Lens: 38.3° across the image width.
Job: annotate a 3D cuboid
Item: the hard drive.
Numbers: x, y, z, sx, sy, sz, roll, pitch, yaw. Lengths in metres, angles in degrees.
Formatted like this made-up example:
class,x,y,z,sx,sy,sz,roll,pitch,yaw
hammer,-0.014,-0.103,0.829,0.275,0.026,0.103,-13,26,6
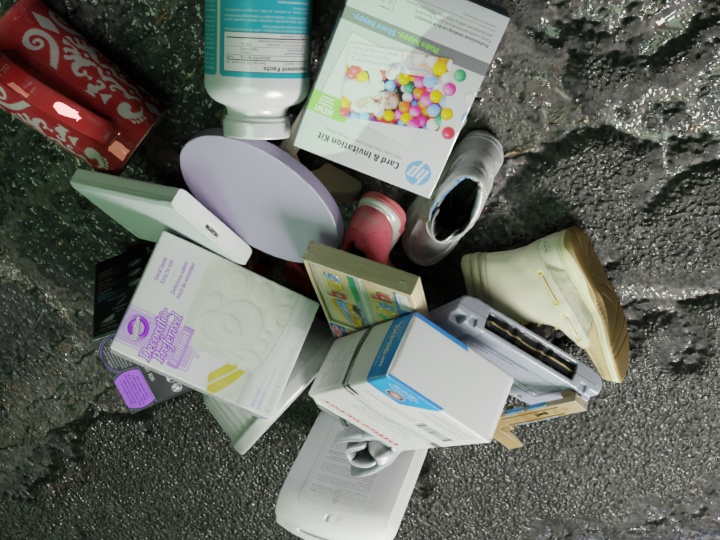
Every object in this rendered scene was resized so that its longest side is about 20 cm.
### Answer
class,x,y,z,sx,sy,sz,roll,pitch,yaw
hard drive,-0.232,-0.063,1.200,0.199,0.026,0.132,13,158,42

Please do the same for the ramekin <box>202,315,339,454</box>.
class,x,y,z,sx,sy,sz,roll,pitch,yaw
ramekin,-0.115,0.129,1.321,0.094,0.202,0.203,42,130,3

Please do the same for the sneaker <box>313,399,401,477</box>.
class,x,y,z,sx,sy,sz,roll,pitch,yaw
sneaker,-0.008,0.198,1.351,0.199,0.115,0.076,5,128,42

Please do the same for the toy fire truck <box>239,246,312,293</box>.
class,x,y,z,sx,sy,sz,roll,pitch,yaw
toy fire truck,-0.148,-0.029,1.285,0.199,0.049,0.141,36,144,-4

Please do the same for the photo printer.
class,x,y,z,sx,sy,sz,roll,pitch,yaw
photo printer,-0.013,0.283,1.382,0.165,0.201,0.070,12,129,13

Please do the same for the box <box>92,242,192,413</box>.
class,x,y,z,sx,sy,sz,roll,pitch,yaw
box,-0.267,0.065,1.315,0.105,0.200,0.123,-21,120,-2

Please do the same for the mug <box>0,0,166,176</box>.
class,x,y,z,sx,sy,sz,roll,pitch,yaw
mug,-0.342,-0.193,1.191,0.199,0.178,0.133,37,127,-12

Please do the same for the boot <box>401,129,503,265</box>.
class,x,y,z,sx,sy,sz,roll,pitch,yaw
boot,0.089,-0.059,1.150,0.073,0.096,0.201,28,132,1

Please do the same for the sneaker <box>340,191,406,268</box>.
class,x,y,z,sx,sy,sz,roll,pitch,yaw
sneaker,0.000,0.000,1.223,0.073,0.087,0.201,25,142,21

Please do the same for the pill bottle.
class,x,y,z,sx,sy,sz,roll,pitch,yaw
pill bottle,-0.104,-0.237,1.051,0.110,0.111,0.202,7,104,18

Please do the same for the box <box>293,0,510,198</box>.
class,x,y,z,sx,sy,sz,roll,pitch,yaw
box,0.037,-0.192,1.035,0.154,0.041,0.201,20,116,-8

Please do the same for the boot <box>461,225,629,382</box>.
class,x,y,z,sx,sy,sz,roll,pitch,yaw
boot,0.214,0.051,1.197,0.153,0.072,0.201,-13,118,32

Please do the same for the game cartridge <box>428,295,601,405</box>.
class,x,y,z,sx,sy,sz,roll,pitch,yaw
game cartridge,0.165,0.099,1.206,0.199,0.041,0.133,31,154,-13

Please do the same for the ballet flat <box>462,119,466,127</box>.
class,x,y,z,sx,sy,sz,roll,pitch,yaw
ballet flat,0.073,-0.183,1.097,0.071,0.068,0.202,-10,118,7

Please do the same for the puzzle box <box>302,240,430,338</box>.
class,x,y,z,sx,sy,sz,roll,pitch,yaw
puzzle box,0.014,0.043,1.170,0.132,0.026,0.201,19,156,20

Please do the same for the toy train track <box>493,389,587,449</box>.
class,x,y,z,sx,sy,sz,roll,pitch,yaw
toy train track,0.183,0.164,1.232,0.114,0.033,0.199,37,143,-27

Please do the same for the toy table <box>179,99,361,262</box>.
class,x,y,z,sx,sy,sz,roll,pitch,yaw
toy table,-0.094,-0.108,1.180,0.200,0.117,0.184,40,131,-8

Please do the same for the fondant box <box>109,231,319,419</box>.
class,x,y,z,sx,sy,sz,roll,pitch,yaw
fondant box,-0.166,0.065,1.185,0.198,0.146,0.058,25,168,-9

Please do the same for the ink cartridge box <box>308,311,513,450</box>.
class,x,y,z,sx,sy,sz,roll,pitch,yaw
ink cartridge box,0.052,0.132,1.175,0.145,0.085,0.200,33,156,-18
